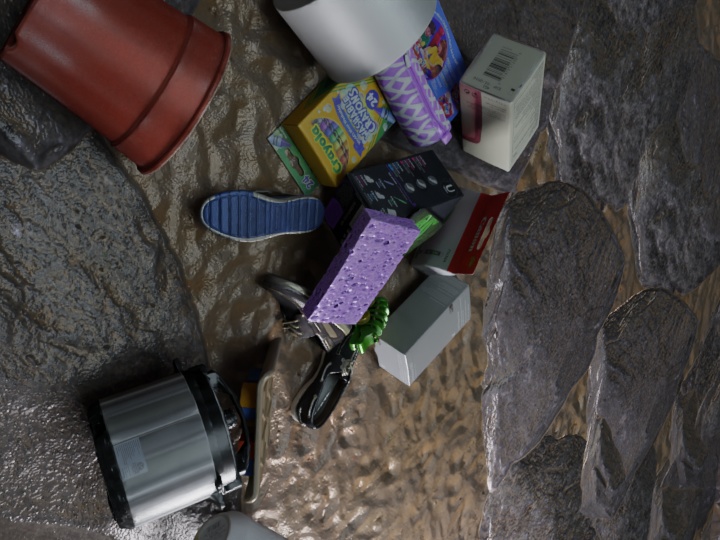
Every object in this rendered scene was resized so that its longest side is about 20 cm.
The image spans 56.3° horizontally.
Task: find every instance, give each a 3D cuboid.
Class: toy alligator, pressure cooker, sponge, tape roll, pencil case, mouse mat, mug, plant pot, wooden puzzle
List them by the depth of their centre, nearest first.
[{"bbox_3d":[-0.284,-0.249,0.773,0.194,0.200,0.203,32,80,-33],"label":"plant pot"},{"bbox_3d":[-0.249,0.233,0.908,0.197,0.178,0.178,-18,122,-23],"label":"pressure cooker"},{"bbox_3d":[-0.007,-0.392,0.966,0.139,0.201,0.204,44,72,-39],"label":"tape roll"},{"bbox_3d":[-0.159,0.220,1.034,0.045,0.185,0.203,8,100,-3],"label":"wooden puzzle"},{"bbox_3d":[0.000,0.000,1.038,0.111,0.030,0.201,7,126,-44],"label":"sponge"},{"bbox_3d":[-0.201,0.479,1.067,0.154,0.148,0.187,52,60,-29],"label":"mug"},{"bbox_3d":[0.081,-0.298,1.104,0.084,0.085,0.201,-53,131,-22],"label":"pencil case"},{"bbox_3d":[0.047,-0.030,1.129,0.199,0.008,0.161,-39,163,11],"label":"mouse mat"},{"bbox_3d":[0.015,0.101,1.155,0.202,0.053,0.060,-73,157,-45],"label":"toy alligator"}]

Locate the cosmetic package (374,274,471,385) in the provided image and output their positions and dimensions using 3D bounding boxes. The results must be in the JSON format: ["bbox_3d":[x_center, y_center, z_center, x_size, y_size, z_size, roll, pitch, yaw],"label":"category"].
[{"bbox_3d":[0.119,0.105,1.277,0.200,0.089,0.108,-47,145,-26],"label":"cosmetic package"}]

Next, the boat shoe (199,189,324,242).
[{"bbox_3d":[-0.154,-0.083,1.001,0.198,0.072,0.074,0,102,-37],"label":"boat shoe"}]

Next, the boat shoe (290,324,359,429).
[{"bbox_3d":[-0.046,0.184,1.178,0.201,0.060,0.074,-54,128,-18],"label":"boat shoe"}]

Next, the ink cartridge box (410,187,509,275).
[{"bbox_3d":[0.173,-0.072,1.217,0.050,0.200,0.163,27,82,-14],"label":"ink cartridge box"}]

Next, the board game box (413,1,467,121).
[{"bbox_3d":[0.120,-0.358,1.195,0.135,0.044,0.201,-50,129,-21],"label":"board game box"}]

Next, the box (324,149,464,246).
[{"bbox_3d":[0.055,-0.108,1.128,0.198,0.122,0.107,-22,71,-36],"label":"box"}]

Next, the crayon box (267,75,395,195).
[{"bbox_3d":[-0.041,-0.227,1.081,0.201,0.051,0.126,-50,129,-20],"label":"crayon box"}]

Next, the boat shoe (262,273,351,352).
[{"bbox_3d":[-0.090,0.076,1.101,0.200,0.074,0.074,40,74,-39],"label":"boat shoe"}]

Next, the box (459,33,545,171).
[{"bbox_3d":[0.260,-0.306,1.241,0.129,0.108,0.201,-54,157,-17],"label":"box"}]
